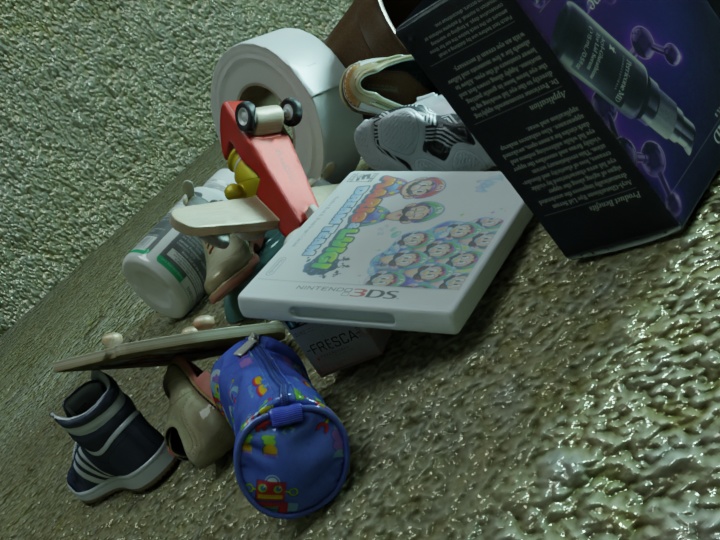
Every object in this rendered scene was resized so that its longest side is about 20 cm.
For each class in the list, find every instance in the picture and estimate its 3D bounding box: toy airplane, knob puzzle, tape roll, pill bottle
[{"bbox_3d":[-0.090,-0.068,1.194,0.141,0.199,0.200,-45,21,45],"label":"toy airplane"},{"bbox_3d":[-0.158,0.062,1.052,0.217,0.031,0.220,-9,-8,-1],"label":"knob puzzle"},{"bbox_3d":[-0.089,-0.182,1.337,0.070,0.204,0.202,-28,4,-38],"label":"tape roll"},{"bbox_3d":[-0.223,-0.041,1.540,0.200,0.113,0.113,-50,18,-30],"label":"pill bottle"}]

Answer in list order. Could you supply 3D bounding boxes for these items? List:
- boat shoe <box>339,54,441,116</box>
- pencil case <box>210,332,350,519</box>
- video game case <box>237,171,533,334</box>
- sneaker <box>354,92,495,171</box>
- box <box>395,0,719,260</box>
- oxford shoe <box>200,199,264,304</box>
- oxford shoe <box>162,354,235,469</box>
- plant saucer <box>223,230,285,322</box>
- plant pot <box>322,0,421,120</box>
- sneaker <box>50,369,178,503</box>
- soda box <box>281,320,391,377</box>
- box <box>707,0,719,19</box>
[{"bbox_3d":[0.081,-0.177,1.106,0.197,0.076,0.068,-4,7,-9],"label":"boat shoe"},{"bbox_3d":[-0.062,0.103,0.806,0.077,0.088,0.200,-14,13,-9],"label":"pencil case"},{"bbox_3d":[0.029,-0.022,0.865,0.180,0.024,0.200,2,34,30],"label":"video game case"},{"bbox_3d":[0.097,-0.141,1.048,0.198,0.076,0.115,-3,31,32],"label":"sneaker"},{"bbox_3d":[0.145,-0.134,0.721,0.104,0.200,0.148,-18,29,55],"label":"box"},{"bbox_3d":[-0.160,-0.023,1.274,0.071,0.074,0.200,-39,16,10],"label":"oxford shoe"},{"bbox_3d":[-0.155,0.127,1.003,0.075,0.070,0.200,-52,15,-12],"label":"oxford shoe"},{"bbox_3d":[-0.095,-0.022,1.319,0.199,0.036,0.200,-38,15,12],"label":"plant saucer"},{"bbox_3d":[0.039,-0.251,1.349,0.198,0.200,0.201,-36,14,44],"label":"plant pot"},{"bbox_3d":[-0.257,0.160,1.082,0.199,0.109,0.070,-21,24,52],"label":"sneaker"},{"bbox_3d":[0.000,0.000,0.954,0.063,0.069,0.201,-23,23,27],"label":"soda box"},{"bbox_3d":[0.192,-0.224,0.886,0.199,0.182,0.104,-28,20,39],"label":"box"}]
